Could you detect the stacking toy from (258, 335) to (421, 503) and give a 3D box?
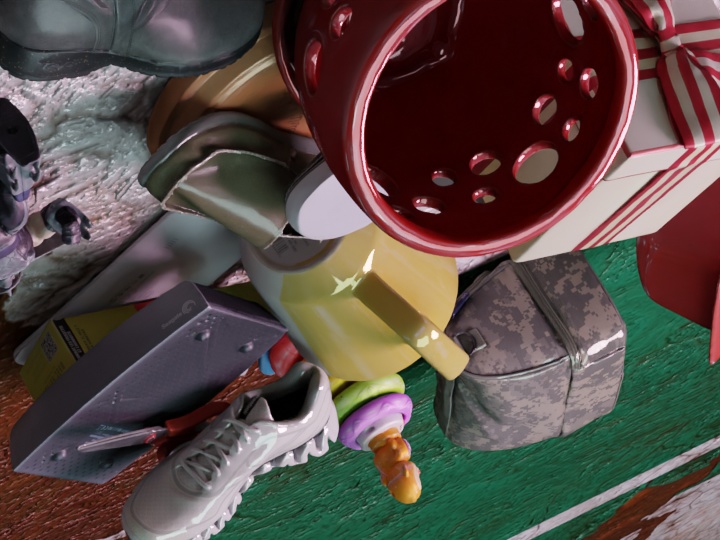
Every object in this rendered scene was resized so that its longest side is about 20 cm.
[{"bbox_3d":[0.001,0.111,1.772,0.109,0.201,0.116,-24,155,-16],"label":"stacking toy"}]

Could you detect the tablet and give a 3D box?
[{"bbox_3d":[-0.166,0.016,1.617,0.200,0.014,0.130,-40,156,19],"label":"tablet"}]

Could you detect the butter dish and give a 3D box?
[{"bbox_3d":[0.303,-0.046,1.925,0.200,0.147,0.201,73,37,-65],"label":"butter dish"}]

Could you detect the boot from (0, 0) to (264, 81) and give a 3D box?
[{"bbox_3d":[-0.119,-0.180,1.224,0.199,0.070,0.132,-17,148,-41],"label":"boot"}]

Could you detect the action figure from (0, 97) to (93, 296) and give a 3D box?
[{"bbox_3d":[-0.242,-0.026,1.371,0.130,0.070,0.200,-34,163,-19],"label":"action figure"}]

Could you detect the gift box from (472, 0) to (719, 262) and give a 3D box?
[{"bbox_3d":[0.193,-0.137,1.559,0.199,0.186,0.187,-18,163,-37],"label":"gift box"}]

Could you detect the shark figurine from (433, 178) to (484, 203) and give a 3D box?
[{"bbox_3d":[0.082,-0.048,1.675,0.212,0.090,0.129,-6,131,3],"label":"shark figurine"}]

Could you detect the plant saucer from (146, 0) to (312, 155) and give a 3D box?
[{"bbox_3d":[-0.055,-0.120,1.461,0.199,0.032,0.201,-26,157,-12],"label":"plant saucer"}]

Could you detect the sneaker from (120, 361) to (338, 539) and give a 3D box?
[{"bbox_3d":[-0.101,0.137,1.586,0.200,0.075,0.081,-36,157,-25],"label":"sneaker"}]

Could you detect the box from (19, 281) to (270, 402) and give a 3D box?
[{"bbox_3d":[-0.162,0.061,1.630,0.199,0.050,0.075,-11,149,-40],"label":"box"}]

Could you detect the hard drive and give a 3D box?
[{"bbox_3d":[-0.162,0.084,1.557,0.200,0.042,0.135,-40,156,16],"label":"hard drive"}]

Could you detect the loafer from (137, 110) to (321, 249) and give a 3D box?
[{"bbox_3d":[-0.070,-0.058,1.435,0.075,0.070,0.199,-45,154,28],"label":"loafer"}]

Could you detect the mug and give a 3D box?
[{"bbox_3d":[-0.003,-0.008,1.585,0.185,0.151,0.153,6,161,25],"label":"mug"}]

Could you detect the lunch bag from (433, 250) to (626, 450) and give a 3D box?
[{"bbox_3d":[0.149,0.081,1.975,0.167,0.140,0.200,-26,156,-14],"label":"lunch bag"}]

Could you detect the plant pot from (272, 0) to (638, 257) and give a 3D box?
[{"bbox_3d":[0.047,-0.134,1.311,0.199,0.183,0.202,-13,123,-21],"label":"plant pot"}]

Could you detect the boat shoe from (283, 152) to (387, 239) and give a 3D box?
[{"bbox_3d":[0.016,-0.088,1.453,0.199,0.057,0.069,-33,144,-30],"label":"boat shoe"}]

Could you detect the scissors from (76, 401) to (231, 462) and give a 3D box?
[{"bbox_3d":[-0.150,0.118,1.565,0.073,0.014,0.200,-36,163,9],"label":"scissors"}]
